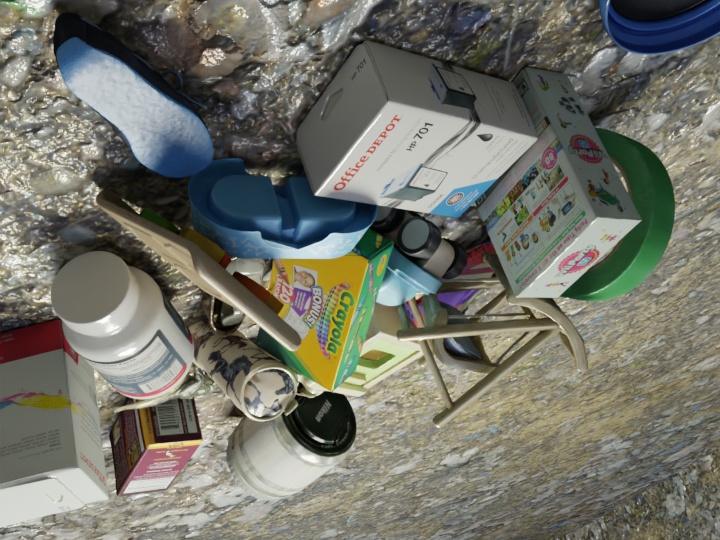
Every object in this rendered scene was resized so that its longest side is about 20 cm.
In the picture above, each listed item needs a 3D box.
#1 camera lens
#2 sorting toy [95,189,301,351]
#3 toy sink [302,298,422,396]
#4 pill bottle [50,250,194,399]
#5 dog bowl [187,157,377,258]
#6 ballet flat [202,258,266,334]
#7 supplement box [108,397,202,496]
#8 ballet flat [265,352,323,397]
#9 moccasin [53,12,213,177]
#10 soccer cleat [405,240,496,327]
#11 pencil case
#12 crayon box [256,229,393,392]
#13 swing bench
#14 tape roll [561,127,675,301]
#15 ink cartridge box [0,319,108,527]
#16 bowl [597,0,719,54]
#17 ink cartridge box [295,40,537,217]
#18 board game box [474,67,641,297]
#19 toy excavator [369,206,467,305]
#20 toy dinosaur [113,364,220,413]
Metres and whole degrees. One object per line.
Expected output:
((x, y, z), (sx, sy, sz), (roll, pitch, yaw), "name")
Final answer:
((-0.114, 0.278, 1.420), (0.160, 0.160, 0.200), (7, 142, -38), "camera lens")
((-0.161, -0.006, 0.879), (0.037, 0.200, 0.185), (-53, 138, -9), "sorting toy")
((-0.019, 0.107, 1.232), (0.200, 0.112, 0.130), (-34, 147, 26), "toy sink")
((-0.279, 0.063, 1.004), (0.119, 0.120, 0.200), (-17, 150, -2), "pill bottle")
((-0.083, -0.061, 0.892), (0.199, 0.112, 0.050), (0, 137, -22), "dog bowl")
((-0.148, 0.014, 1.030), (0.068, 0.067, 0.200), (-3, 147, -19), "ballet flat")
((-0.321, 0.259, 1.323), (0.085, 0.111, 0.200), (1, 146, -30), "supplement box")
((-0.100, 0.165, 1.303), (0.200, 0.067, 0.068), (12, 103, -37), "ballet flat")
((-0.188, -0.154, 0.740), (0.080, 0.068, 0.200), (-28, 152, 2), "moccasin")
((0.145, 0.006, 1.186), (0.200, 0.073, 0.068), (-46, -178, 5), "soccer cleat")
((-0.156, 0.126, 1.111), (0.089, 0.200, 0.078), (32, 87, -36), "pencil case")
((-0.046, 0.030, 1.005), (0.058, 0.119, 0.200), (-36, 149, -50), "crayon box")
((0.152, 0.066, 1.061), (0.199, 0.130, 0.199), (-23, -166, 4), "swing bench")
((0.268, -0.065, 1.008), (0.048, 0.201, 0.200), (10, 140, -40), "tape roll")
((-0.413, 0.195, 1.069), (0.144, 0.200, 0.145), (-14, 151, -8), "ink cartridge box")
((0.320, -0.293, 0.812), (0.200, 0.039, 0.201), (-14, 151, -8), "bowl")
((0.057, -0.138, 0.884), (0.199, 0.086, 0.146), (4, 144, -36), "ink cartridge box")
((0.194, -0.092, 0.919), (0.064, 0.201, 0.148), (1, 146, -29), "board game box")
((0.000, 0.000, 1.056), (0.200, 0.194, 0.100), (-53, 144, 4), "toy excavator")
((-0.255, 0.157, 1.234), (0.199, 0.047, 0.088), (-12, 133, -31), "toy dinosaur")
